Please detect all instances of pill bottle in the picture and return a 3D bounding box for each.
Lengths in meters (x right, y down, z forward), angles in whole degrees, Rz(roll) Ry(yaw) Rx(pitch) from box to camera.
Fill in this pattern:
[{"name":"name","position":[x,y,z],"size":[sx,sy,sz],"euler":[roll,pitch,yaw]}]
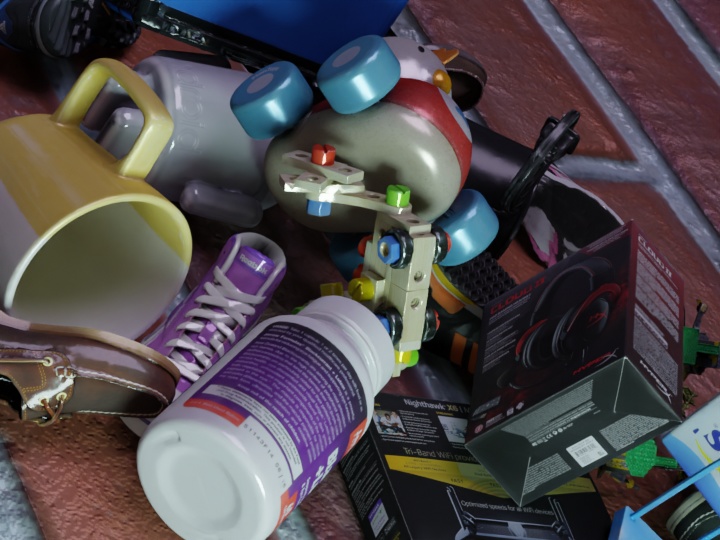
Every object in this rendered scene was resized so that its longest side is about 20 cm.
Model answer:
[{"name":"pill bottle","position":[-0.059,0.101,1.551],"size":[0.111,0.112,0.200],"euler":[37,43,9]}]

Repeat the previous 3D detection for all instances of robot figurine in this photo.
[{"name":"robot figurine","position":[-0.125,-0.109,1.791],"size":[0.199,0.113,0.170],"euler":[7,56,-32]}]

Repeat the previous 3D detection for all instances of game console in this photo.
[{"name":"game console","position":[-0.085,-0.228,1.809],"size":[0.199,0.119,0.171],"euler":[19,7,-24]}]

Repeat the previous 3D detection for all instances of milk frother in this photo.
[{"name":"milk frother","position":[0.068,-0.106,1.862],"size":[0.187,0.200,0.181],"euler":[25,32,-9]}]

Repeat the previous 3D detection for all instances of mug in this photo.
[{"name":"mug","position":[-0.209,-0.047,1.604],"size":[0.153,0.186,0.150],"euler":[48,-7,38]}]

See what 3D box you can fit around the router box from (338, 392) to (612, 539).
[{"name":"router box","position":[0.089,0.172,1.654],"size":[0.199,0.052,0.158],"euler":[10,39,-30]}]

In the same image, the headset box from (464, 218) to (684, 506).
[{"name":"headset box","position":[0.164,0.062,1.661],"size":[0.075,0.148,0.200],"euler":[48,29,-22]}]

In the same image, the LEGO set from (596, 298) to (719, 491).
[{"name":"LEGO set","position":[0.233,0.103,1.798],"size":[0.199,0.155,0.116],"euler":[-1,4,-43]}]

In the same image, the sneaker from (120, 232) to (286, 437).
[{"name":"sneaker","position":[-0.112,0.038,1.612],"size":[0.072,0.114,0.201],"euler":[31,34,-3]}]

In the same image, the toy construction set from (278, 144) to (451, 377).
[{"name":"toy construction set","position":[0.000,0.000,1.660],"size":[0.092,0.201,0.131],"euler":[-23,32,-29]}]

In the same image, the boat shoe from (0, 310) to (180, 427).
[{"name":"boat shoe","position":[-0.226,0.073,1.512],"size":[0.199,0.071,0.071],"euler":[13,52,-4]}]

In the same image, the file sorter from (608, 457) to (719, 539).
[{"name":"file sorter","position":[0.282,0.256,1.590],"size":[0.200,0.123,0.139],"euler":[45,33,-13]}]

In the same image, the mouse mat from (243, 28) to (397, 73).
[{"name":"mouse mat","position":[-0.052,-0.207,1.880],"size":[0.200,0.160,0.008],"euler":[44,49,-57]}]

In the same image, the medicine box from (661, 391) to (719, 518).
[{"name":"medicine box","position":[0.357,0.140,1.657],"size":[0.103,0.200,0.182],"euler":[-31,79,-35]}]

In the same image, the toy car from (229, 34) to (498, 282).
[{"name":"toy car","position":[0.031,-0.127,1.740],"size":[0.185,0.176,0.200],"euler":[55,45,-25]}]

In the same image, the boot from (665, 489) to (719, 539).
[{"name":"boot","position":[0.353,0.240,1.764],"size":[0.203,0.074,0.154],"euler":[5,44,-36]}]

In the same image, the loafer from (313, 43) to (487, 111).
[{"name":"loafer","position":[0.031,-0.162,2.034],"size":[0.199,0.073,0.071],"euler":[-2,49,-27]}]

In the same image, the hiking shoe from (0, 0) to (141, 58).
[{"name":"hiking shoe","position":[-0.250,-0.225,1.875],"size":[0.086,0.075,0.200],"euler":[7,12,18]}]

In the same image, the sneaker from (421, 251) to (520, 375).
[{"name":"sneaker","position":[0.098,0.055,1.803],"size":[0.200,0.090,0.070],"euler":[49,42,-21]}]

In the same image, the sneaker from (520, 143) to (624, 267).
[{"name":"sneaker","position":[0.176,-0.066,2.016],"size":[0.200,0.080,0.086],"euler":[41,23,4]}]
